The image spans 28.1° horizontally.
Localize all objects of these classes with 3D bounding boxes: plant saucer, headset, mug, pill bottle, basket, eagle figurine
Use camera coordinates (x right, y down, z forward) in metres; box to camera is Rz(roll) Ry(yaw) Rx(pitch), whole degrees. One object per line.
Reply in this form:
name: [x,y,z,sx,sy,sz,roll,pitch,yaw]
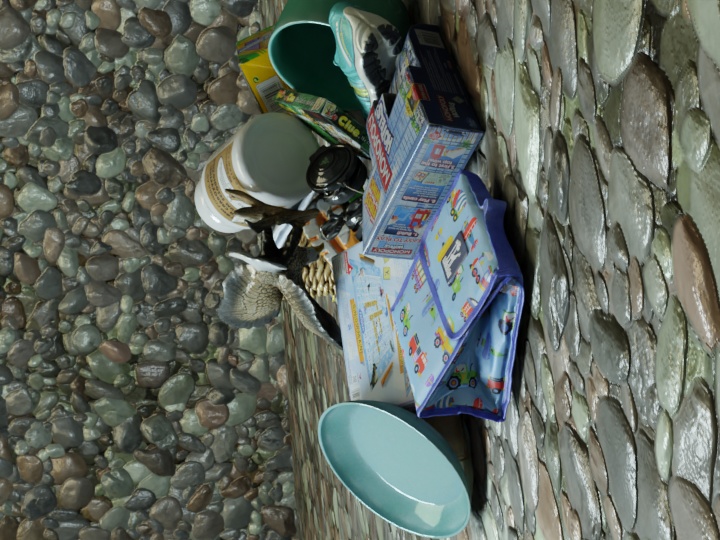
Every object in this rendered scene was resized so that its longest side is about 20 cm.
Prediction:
plant saucer: [0.044,0.211,1.589,0.036,0.200,0.200,-47,-25,-35]
headset: [-0.017,-0.078,1.648,0.124,0.094,0.200,47,-179,-11]
mug: [-0.026,-0.273,1.683,0.185,0.152,0.115,-26,36,54]
pill bottle: [-0.135,-0.114,1.799,0.200,0.114,0.115,-28,67,62]
basket: [-0.055,-0.038,1.981,0.200,0.148,0.143,-23,-73,-81]
eagle figurine: [-0.090,0.014,1.703,0.152,0.150,0.201,-128,34,-57]

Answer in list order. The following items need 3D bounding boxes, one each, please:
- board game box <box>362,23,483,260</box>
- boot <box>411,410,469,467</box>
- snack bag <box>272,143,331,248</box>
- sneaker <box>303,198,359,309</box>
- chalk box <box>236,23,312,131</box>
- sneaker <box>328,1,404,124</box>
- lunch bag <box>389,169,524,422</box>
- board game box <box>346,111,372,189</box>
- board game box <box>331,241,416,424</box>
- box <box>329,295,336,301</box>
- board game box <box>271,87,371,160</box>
board game box: [0.047,-0.122,1.490,0.200,0.061,0.200,-105,29,-49]
boot: [0.048,0.134,1.673,0.175,0.066,0.201,-28,66,56]
snack bag: [-0.070,-0.111,1.883,0.200,0.021,0.189,-55,7,39]
sneaker: [0.000,0.000,1.817,0.201,0.078,0.077,65,-166,17]
chalk box: [-0.084,-0.263,1.893,0.200,0.123,0.125,-104,-11,-70]
sneaker: [0.013,-0.221,1.573,0.080,0.077,0.200,39,163,28]
lunch bag: [0.105,0.017,1.344,0.151,0.094,0.201,-104,23,-49]
board game box: [0.026,-0.098,1.785,0.126,0.034,0.201,-122,19,-55]
board game box: [0.046,0.053,1.588,0.199,0.041,0.201,-26,68,54]
box: [-0.019,-0.060,2.143,0.064,0.070,0.201,-121,26,-69]
board game box: [-0.034,-0.169,1.674,0.024,0.105,0.200,-56,22,-1]
